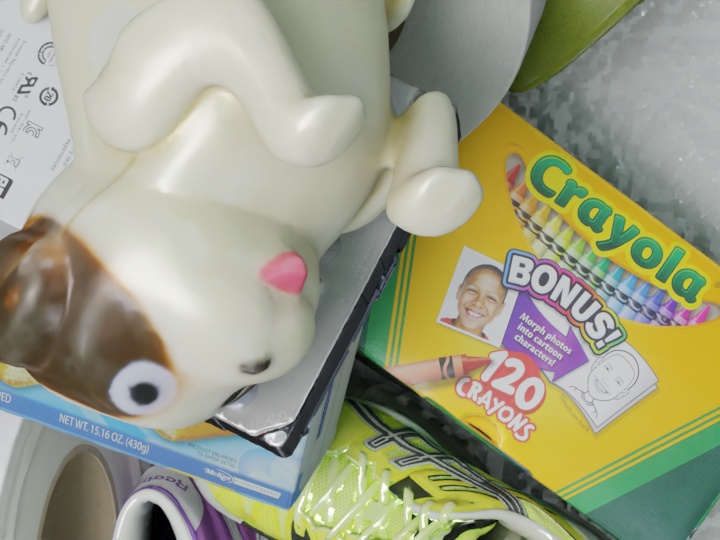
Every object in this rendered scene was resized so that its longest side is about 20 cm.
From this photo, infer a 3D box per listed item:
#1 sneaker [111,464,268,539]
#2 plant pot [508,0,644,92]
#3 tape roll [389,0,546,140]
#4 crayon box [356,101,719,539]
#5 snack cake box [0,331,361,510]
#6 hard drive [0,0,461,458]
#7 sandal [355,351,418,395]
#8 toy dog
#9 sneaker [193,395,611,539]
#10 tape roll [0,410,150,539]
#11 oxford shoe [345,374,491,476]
[{"bbox_3d":[-0.073,0.186,0.923,0.072,0.114,0.201,-14,95,13],"label":"sneaker"},{"bbox_3d":[0.045,-0.183,0.814,0.193,0.200,0.200,45,105,-7],"label":"plant pot"},{"bbox_3d":[-0.027,-0.123,0.758,0.202,0.037,0.203,14,138,13],"label":"tape roll"},{"bbox_3d":[0.079,0.020,0.857,0.200,0.058,0.119,36,87,-5],"label":"crayon box"},{"bbox_3d":[-0.098,0.002,0.798,0.199,0.067,0.115,18,116,10],"label":"snack cake box"},{"bbox_3d":[-0.081,-0.037,0.727,0.200,0.038,0.140,27,81,10],"label":"hard drive"},{"bbox_3d":[0.000,0.000,0.909,0.200,0.055,0.082,31,104,8],"label":"sandal"},{"bbox_3d":[-0.056,-0.050,0.640,0.193,0.139,0.201,3,77,28],"label":"toy dog"},{"bbox_3d":[0.022,0.099,0.840,0.199,0.076,0.076,19,85,7],"label":"sneaker"},{"bbox_3d":[-0.155,0.129,0.890,0.071,0.202,0.203,1,98,13],"label":"tape roll"},{"bbox_3d":[0.020,0.089,0.919,0.200,0.075,0.058,44,65,12],"label":"oxford shoe"}]
